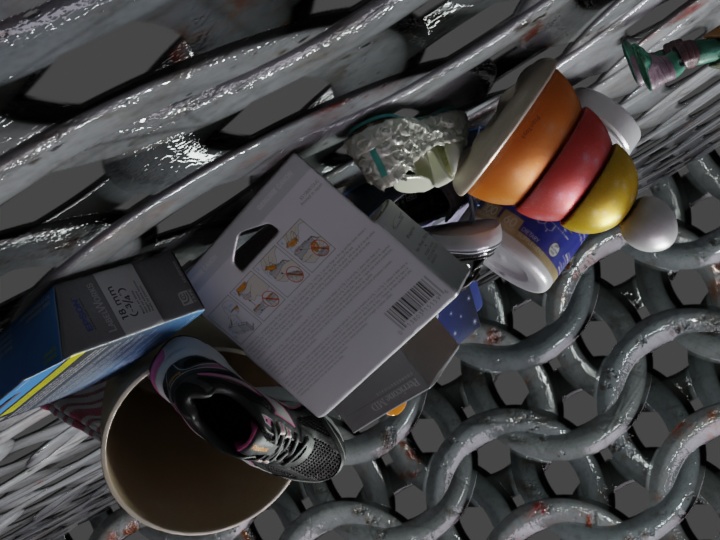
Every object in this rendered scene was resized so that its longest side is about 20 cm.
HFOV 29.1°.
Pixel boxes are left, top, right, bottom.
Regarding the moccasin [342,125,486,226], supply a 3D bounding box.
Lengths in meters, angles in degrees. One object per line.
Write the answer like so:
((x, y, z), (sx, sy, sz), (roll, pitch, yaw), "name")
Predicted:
((0.075, -0.071, 1.337), (0.199, 0.081, 0.068), (-30, -147, -8), "moccasin")

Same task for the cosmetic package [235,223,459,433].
((-0.017, 0.033, 1.247), (0.107, 0.200, 0.090), (-36, -176, 34), "cosmetic package")

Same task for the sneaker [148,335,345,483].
((-0.093, 0.139, 1.188), (0.081, 0.199, 0.086), (-55, -151, 10), "sneaker")

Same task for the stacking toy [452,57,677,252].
((0.194, -0.079, 1.232), (0.146, 0.200, 0.146), (-53, -179, 1), "stacking toy")

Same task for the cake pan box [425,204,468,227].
((0.097, -0.076, 1.577), (0.184, 0.053, 0.200), (-24, 171, -24), "cake pan box")

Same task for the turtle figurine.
((0.357, -0.236, 1.334), (0.199, 0.101, 0.150), (-24, 173, 5), "turtle figurine")

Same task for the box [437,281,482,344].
((0.069, 0.045, 1.551), (0.032, 0.122, 0.200), (13, -139, 46), "box")

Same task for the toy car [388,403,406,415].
((-0.010, 0.104, 1.807), (0.176, 0.201, 0.184), (-25, 171, -32), "toy car")

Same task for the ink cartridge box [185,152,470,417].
((-0.037, 0.010, 1.157), (0.200, 0.173, 0.044), (-44, -172, 36), "ink cartridge box")

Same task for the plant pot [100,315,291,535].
((-0.167, 0.119, 1.316), (0.187, 0.188, 0.200), (-28, -153, -7), "plant pot")

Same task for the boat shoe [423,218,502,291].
((0.092, -0.012, 1.381), (0.070, 0.067, 0.200), (-14, -175, -19), "boat shoe")

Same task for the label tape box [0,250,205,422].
((-0.244, 0.061, 1.117), (0.144, 0.064, 0.200), (-35, 172, 37), "label tape box")

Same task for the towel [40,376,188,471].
((-0.220, 0.146, 1.445), (0.146, 0.199, 0.030), (-21, 126, -51), "towel")

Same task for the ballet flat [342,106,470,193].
((0.047, -0.097, 1.177), (0.072, 0.072, 0.200), (-33, 173, 27), "ballet flat")

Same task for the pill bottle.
((0.203, -0.088, 1.458), (0.200, 0.119, 0.120), (-53, 177, -10), "pill bottle")
